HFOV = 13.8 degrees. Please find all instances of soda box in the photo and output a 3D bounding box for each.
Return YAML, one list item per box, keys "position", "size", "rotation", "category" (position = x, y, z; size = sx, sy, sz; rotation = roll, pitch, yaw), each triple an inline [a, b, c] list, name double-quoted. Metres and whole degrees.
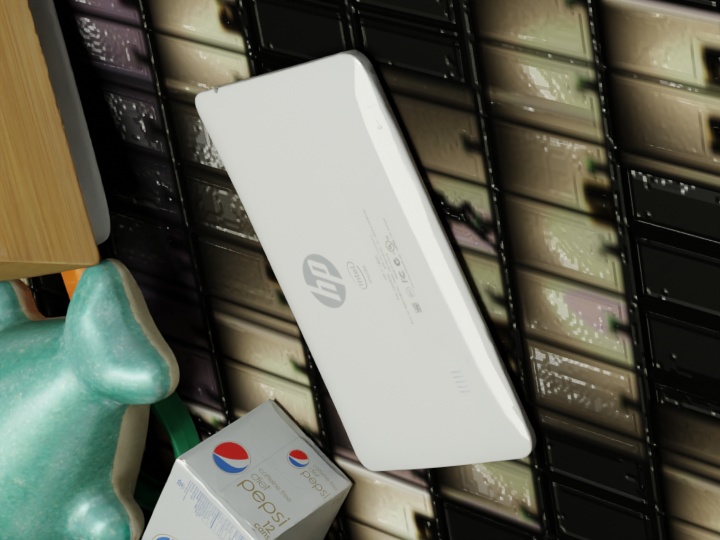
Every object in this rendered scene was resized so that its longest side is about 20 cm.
- position: [-0.073, 0.155, 1.505]
  size: [0.064, 0.068, 0.200]
  rotation: [45, 142, 16]
  category: "soda box"

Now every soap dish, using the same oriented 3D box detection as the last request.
- position: [-0.212, -0.086, 1.454]
  size: [0.157, 0.081, 0.200]
  rotation: [-8, 100, 51]
  category: "soap dish"

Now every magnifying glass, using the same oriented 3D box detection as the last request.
- position: [-0.130, 0.034, 1.526]
  size: [0.080, 0.022, 0.200]
  rotation: [6, 122, 48]
  category: "magnifying glass"

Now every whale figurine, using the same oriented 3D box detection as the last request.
- position: [-0.164, 0.074, 1.482]
  size: [0.200, 0.104, 0.159]
  rotation: [-45, 68, 50]
  category: "whale figurine"

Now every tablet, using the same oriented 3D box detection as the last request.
- position: [0.000, 0.000, 1.352]
  size: [0.130, 0.014, 0.200]
  rotation: [-10, 107, 52]
  category: "tablet"
